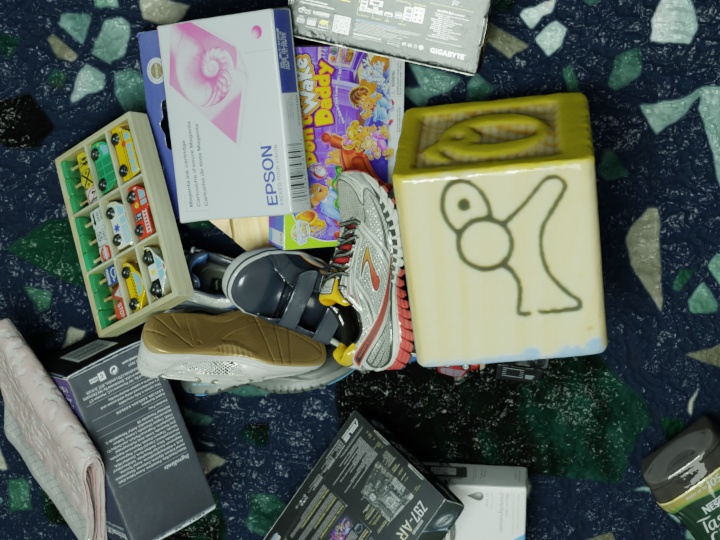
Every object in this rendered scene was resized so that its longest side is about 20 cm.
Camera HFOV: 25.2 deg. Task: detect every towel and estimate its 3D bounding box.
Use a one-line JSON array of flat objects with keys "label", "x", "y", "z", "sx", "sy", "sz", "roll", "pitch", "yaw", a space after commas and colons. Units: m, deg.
[{"label": "towel", "x": -0.327, "y": 0.176, "z": 1.689, "sx": 0.200, "sy": 0.032, "sz": 0.192, "roll": 49, "pitch": 150, "yaw": 28}]

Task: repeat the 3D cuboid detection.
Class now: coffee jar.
[{"label": "coffee jar", "x": 0.388, "y": 0.256, "z": 1.702, "sx": 0.104, "sy": 0.085, "sz": 0.201, "roll": -38, "pitch": 97, "yaw": 14}]

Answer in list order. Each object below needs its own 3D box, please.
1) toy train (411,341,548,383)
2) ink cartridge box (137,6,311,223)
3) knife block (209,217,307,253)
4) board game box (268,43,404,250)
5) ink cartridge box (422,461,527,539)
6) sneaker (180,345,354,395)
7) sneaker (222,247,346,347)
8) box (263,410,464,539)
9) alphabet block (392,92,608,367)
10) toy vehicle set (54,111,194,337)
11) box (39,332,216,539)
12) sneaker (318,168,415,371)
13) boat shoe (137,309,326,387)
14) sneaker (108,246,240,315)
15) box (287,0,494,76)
[{"label": "toy train", "x": 0.102, "y": 0.090, "z": 1.719, "sx": 0.197, "sy": 0.034, "sz": 0.046, "roll": 8, "pitch": 118, "yaw": 3}, {"label": "ink cartridge box", "x": -0.147, "y": -0.150, "z": 1.598, "sx": 0.198, "sy": 0.043, "sz": 0.199, "roll": -4, "pitch": 96, "yaw": 32}, {"label": "knife block", "x": -0.092, "y": -0.114, "z": 1.668, "sx": 0.199, "sy": 0.064, "sz": 0.176, "roll": 39, "pitch": 106, "yaw": -5}, {"label": "board game box", "x": -0.025, "y": -0.127, "z": 1.630, "sx": 0.133, "sy": 0.045, "sz": 0.203, "roll": -5, "pitch": 103, "yaw": -24}, {"label": "ink cartridge box", "x": 0.081, "y": 0.274, "z": 1.750, "sx": 0.197, "sy": 0.067, "sz": 0.117, "roll": 1, "pitch": 104, "yaw": 6}, {"label": "sneaker", "x": -0.099, "y": 0.086, "z": 1.718, "sx": 0.197, "sy": 0.073, "sz": 0.083, "roll": -4, "pitch": 99, "yaw": 5}, {"label": "sneaker", "x": -0.043, "y": 0.031, "z": 1.641, "sx": 0.198, "sy": 0.079, "sz": 0.079, "roll": 12, "pitch": 109, "yaw": -36}, {"label": "box", "x": -0.005, "y": 0.274, "z": 1.684, "sx": 0.160, "sy": 0.043, "sz": 0.201, "roll": 40, "pitch": 98, "yaw": 39}, {"label": "alphabet block", "x": 0.140, "y": -0.043, "z": 1.579, "sx": 0.193, "sy": 0.197, "sz": 0.202, "roll": -5, "pitch": 114, "yaw": 6}, {"label": "toy vehicle set", "x": -0.245, "y": -0.046, "z": 1.657, "sx": 0.124, "sy": 0.026, "sz": 0.202, "roll": -27, "pitch": 73, "yaw": 35}, {"label": "box", "x": -0.254, "y": 0.176, "z": 1.706, "sx": 0.104, "sy": 0.148, "sz": 0.202, "roll": -25, "pitch": 102, "yaw": -26}, {"label": "sneaker", "x": 0.000, "y": 0.000, "z": 1.582, "sx": 0.081, "sy": 0.078, "sz": 0.203, "roll": -6, "pitch": 86, "yaw": -26}, {"label": "boat shoe", "x": -0.134, "y": 0.086, "z": 1.655, "sx": 0.198, "sy": 0.071, "sz": 0.070, "roll": 6, "pitch": 136, "yaw": -22}, {"label": "sneaker", "x": -0.182, "y": 0.006, "z": 1.685, "sx": 0.197, "sy": 0.085, "sz": 0.078, "roll": 2, "pitch": 68, "yaw": 8}, {"label": "box", "x": 0.035, "y": -0.287, "z": 1.549, "sx": 0.197, "sy": 0.049, "sz": 0.162, "roll": 12, "pitch": 108, "yaw": 6}]
